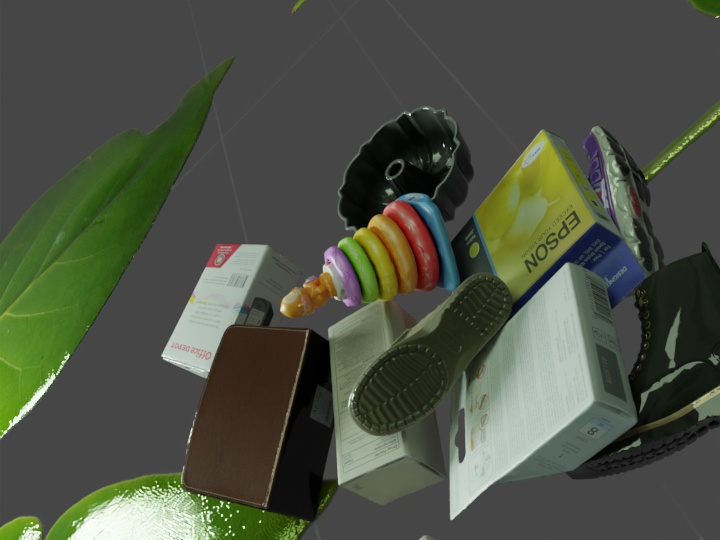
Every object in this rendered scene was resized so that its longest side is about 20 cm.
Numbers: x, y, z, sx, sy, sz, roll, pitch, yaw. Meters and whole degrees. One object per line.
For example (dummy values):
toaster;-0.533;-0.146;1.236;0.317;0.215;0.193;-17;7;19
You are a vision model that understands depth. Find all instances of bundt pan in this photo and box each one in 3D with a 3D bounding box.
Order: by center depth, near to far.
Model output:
bundt pan;0.066;-0.115;0.920;0.200;0.076;0.204;-25;46;29

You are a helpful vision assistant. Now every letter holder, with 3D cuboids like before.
letter holder;-0.114;0.178;0.825;0.140;0.101;0.203;1;67;30

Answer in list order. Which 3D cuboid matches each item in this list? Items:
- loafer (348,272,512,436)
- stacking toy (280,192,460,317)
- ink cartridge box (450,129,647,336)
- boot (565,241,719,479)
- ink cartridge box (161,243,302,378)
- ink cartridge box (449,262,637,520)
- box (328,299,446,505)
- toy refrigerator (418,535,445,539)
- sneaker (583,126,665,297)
loafer;0.072;0.087;0.687;0.200;0.068;0.076;-41;81;-2
stacking toy;0.000;0.000;0.760;0.198;0.111;0.116;-24;16;-15
ink cartridge box;0.171;-0.008;0.713;0.198;0.046;0.202;-52;32;34
boot;0.241;0.079;0.583;0.198;0.078;0.140;-27;57;10
ink cartridge box;-0.193;0.065;1.038;0.146;0.085;0.202;6;67;46
ink cartridge box;0.149;0.114;0.612;0.201;0.047;0.161;-56;16;38
box;0.025;0.142;0.766;0.094;0.078;0.202;-29;44;26
toy refrigerator;0.023;0.341;0.629;0.200;0.070;0.076;-46;46;10
sneaker;0.246;-0.062;0.702;0.083;0.080;0.202;-26;46;38
